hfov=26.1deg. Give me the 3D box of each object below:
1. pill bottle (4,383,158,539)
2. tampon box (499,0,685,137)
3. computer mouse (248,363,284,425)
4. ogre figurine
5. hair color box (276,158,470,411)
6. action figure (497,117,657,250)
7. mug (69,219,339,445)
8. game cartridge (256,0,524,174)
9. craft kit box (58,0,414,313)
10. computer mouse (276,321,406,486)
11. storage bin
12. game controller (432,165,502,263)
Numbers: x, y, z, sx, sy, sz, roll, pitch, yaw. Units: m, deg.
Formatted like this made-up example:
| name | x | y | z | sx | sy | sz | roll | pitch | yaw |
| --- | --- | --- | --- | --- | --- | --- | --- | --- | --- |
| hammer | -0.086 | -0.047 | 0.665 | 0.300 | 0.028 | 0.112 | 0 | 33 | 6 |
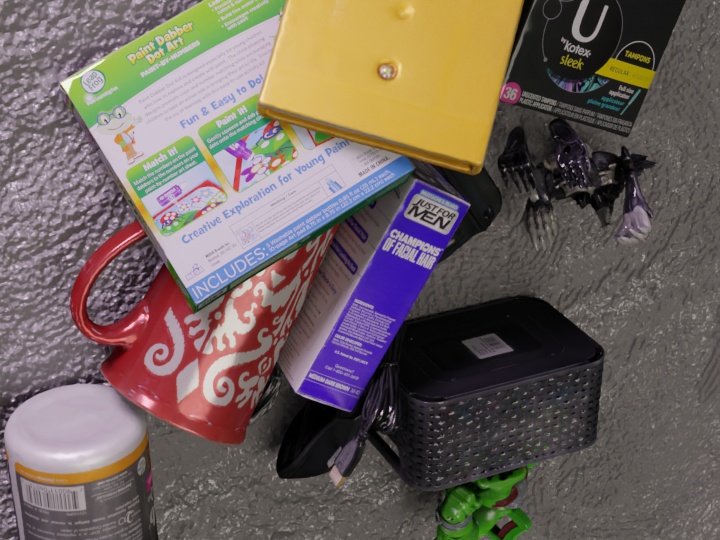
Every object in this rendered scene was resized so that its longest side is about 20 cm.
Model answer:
| name | x | y | z | sx | sy | sz | roll | pitch | yaw |
| --- | --- | --- | --- | --- | --- | --- | --- | --- | --- |
| pill bottle | -0.227 | 0.206 | 1.286 | 0.115 | 0.116 | 0.202 | -14 | 120 | -22 |
| tampon box | 0.174 | -0.237 | 1.279 | 0.149 | 0.126 | 0.202 | 10 | 109 | -32 |
| computer mouse | -0.042 | 0.066 | 1.376 | 0.199 | 0.034 | 0.059 | -37 | 116 | 0 |
| ogre figurine | 0.126 | 0.204 | 1.479 | 0.097 | 0.201 | 0.121 | 22 | 130 | 3 |
| hair color box | 0.000 | 0.000 | 1.277 | 0.064 | 0.109 | 0.201 | 20 | 106 | -29 |
| action figure | 0.191 | -0.067 | 1.360 | 0.199 | 0.118 | 0.103 | 19 | 64 | -60 |
| mug | -0.117 | 0.017 | 1.237 | 0.177 | 0.133 | 0.201 | 21 | 100 | -56 |
| game cartridge | 0.031 | -0.189 | 1.171 | 0.174 | 0.032 | 0.202 | 16 | 75 | 0 |
| craft kit box | -0.094 | -0.104 | 1.177 | 0.199 | 0.049 | 0.199 | -31 | 86 | -11 |
| computer mouse | -0.011 | 0.142 | 1.324 | 0.046 | 0.141 | 0.200 | 28 | 127 | -16 |
| storage bin | 0.108 | 0.107 | 1.408 | 0.198 | 0.135 | 0.095 | -13 | 120 | -23 |
| game controller | 0.045 | -0.089 | 1.344 | 0.104 | 0.042 | 0.200 | -33 | 126 | 7 |
